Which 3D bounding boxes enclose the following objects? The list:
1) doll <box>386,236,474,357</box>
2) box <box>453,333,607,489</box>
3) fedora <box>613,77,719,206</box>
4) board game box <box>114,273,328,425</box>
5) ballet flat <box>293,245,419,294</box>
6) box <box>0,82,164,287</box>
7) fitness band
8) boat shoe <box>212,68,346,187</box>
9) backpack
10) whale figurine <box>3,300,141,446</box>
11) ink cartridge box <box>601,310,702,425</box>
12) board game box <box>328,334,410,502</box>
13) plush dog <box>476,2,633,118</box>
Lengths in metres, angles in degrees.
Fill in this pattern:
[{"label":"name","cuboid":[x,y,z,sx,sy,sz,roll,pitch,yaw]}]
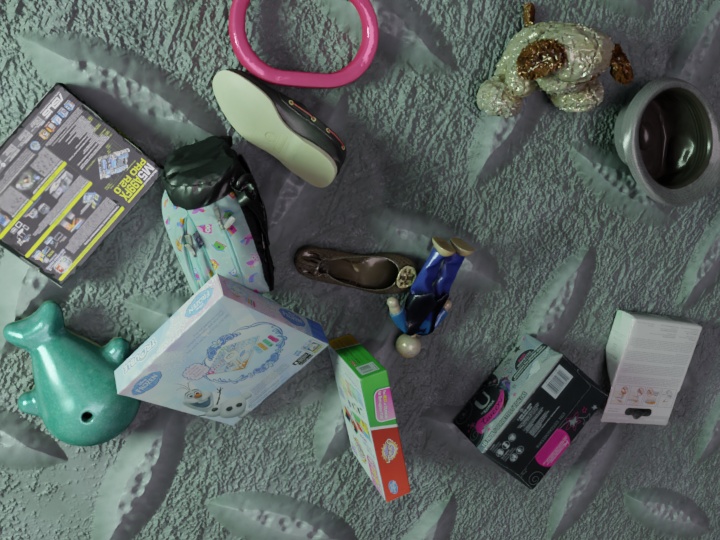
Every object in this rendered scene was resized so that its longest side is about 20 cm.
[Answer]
[{"label":"doll","cuboid":[0.097,0.046,0.992,0.136,0.048,0.200,-1,122,-39]},{"label":"box","cuboid":[0.276,0.227,1.081,0.132,0.115,0.200,39,88,-22]},{"label":"fedora","cuboid":[0.476,-0.203,1.045,0.177,0.090,0.200,-36,106,-8]},{"label":"board game box","cuboid":[-0.179,0.114,0.867,0.200,0.043,0.199,-41,139,15]},{"label":"ballet flat","cuboid":[0.000,0.000,0.964,0.200,0.046,0.067,11,101,-21]},{"label":"box","cuboid":[-0.372,-0.104,0.814,0.160,0.044,0.200,41,89,-24]},{"label":"fitness band","cuboid":[-0.071,-0.313,0.856,0.200,0.037,0.144,-3,105,-23]},{"label":"boat shoe","cuboid":[-0.106,-0.195,0.872,0.201,0.063,0.074,38,134,-12]},{"label":"backpack","cuboid":[-0.182,-0.053,0.842,0.126,0.167,0.200,-15,122,-6]},{"label":"whale figurine","cuboid":[-0.371,0.140,0.845,0.159,0.104,0.200,-30,113,-9]},{"label":"ink cartridge box","cuboid":[0.514,0.178,1.187,0.161,0.050,0.200,8,105,-20]},{"label":"board game box","cuboid":[0.010,0.213,0.968,0.040,0.153,0.200,-17,109,-16]},{"label":"plush dog","cuboid":[0.277,-0.296,0.909,0.200,0.172,0.161,-7,106,-16]}]
